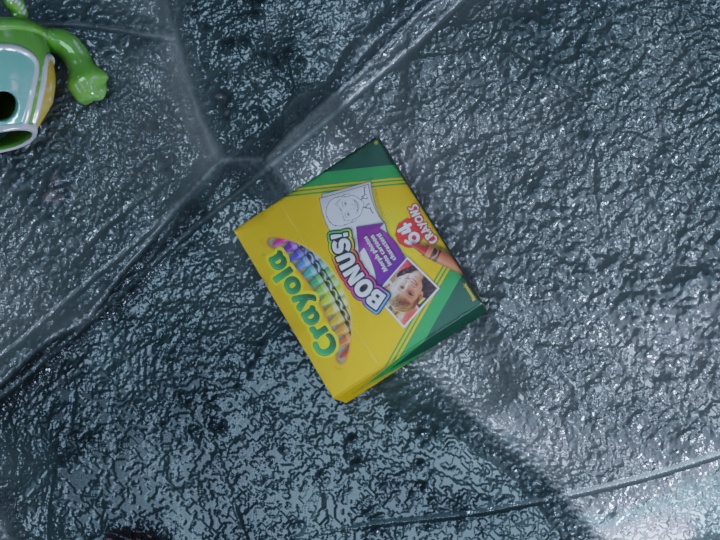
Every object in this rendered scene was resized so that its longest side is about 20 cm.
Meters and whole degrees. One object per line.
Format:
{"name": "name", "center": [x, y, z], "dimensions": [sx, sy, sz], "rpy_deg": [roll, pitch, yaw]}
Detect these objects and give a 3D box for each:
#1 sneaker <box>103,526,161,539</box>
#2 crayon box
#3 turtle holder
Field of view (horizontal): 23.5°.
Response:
{"name": "sneaker", "center": [-0.170, 0.328, 1.684], "dimensions": [0.199, 0.081, 0.075], "rpy_deg": [31, 116, 14]}
{"name": "crayon box", "center": [0.000, 0.000, 1.709], "dimensions": [0.172, 0.058, 0.200], "rpy_deg": [-33, 76, 4]}
{"name": "turtle holder", "center": [-0.371, -0.192, 1.786], "dimensions": [0.141, 0.185, 0.132], "rpy_deg": [-28, 73, 38]}
